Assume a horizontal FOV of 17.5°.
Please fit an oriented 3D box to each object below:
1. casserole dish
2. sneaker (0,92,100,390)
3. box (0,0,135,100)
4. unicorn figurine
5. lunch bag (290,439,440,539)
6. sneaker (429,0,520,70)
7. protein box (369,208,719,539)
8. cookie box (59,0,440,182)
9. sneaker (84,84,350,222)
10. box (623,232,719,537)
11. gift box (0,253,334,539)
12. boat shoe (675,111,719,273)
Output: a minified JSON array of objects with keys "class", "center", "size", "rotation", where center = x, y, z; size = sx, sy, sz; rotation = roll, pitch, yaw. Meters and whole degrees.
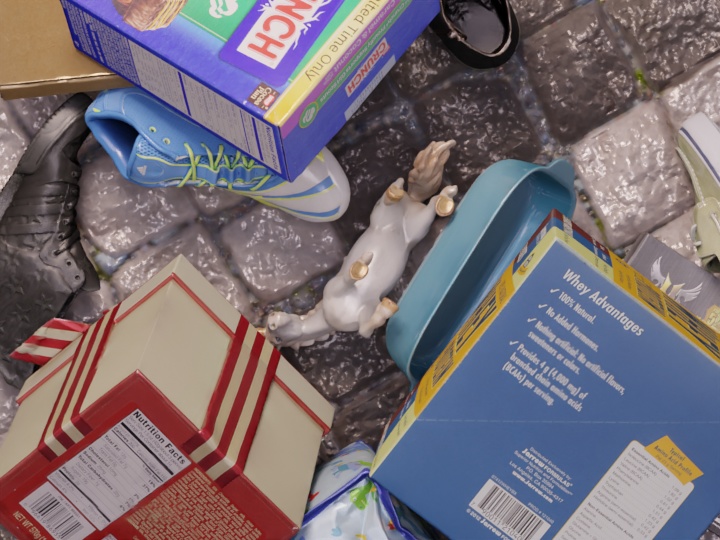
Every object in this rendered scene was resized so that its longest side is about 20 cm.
[{"class":"casserole dish","center":[0.081,0.001,1.659],"size":[0.039,0.121,0.200],"rotation":[34,93,26]},{"class":"sneaker","center":[-0.221,-0.020,1.685],"size":[0.104,0.060,0.200],"rotation":[37,96,1]},{"class":"box","center":[-0.159,-0.204,1.663],"size":[0.199,0.021,0.164],"rotation":[-6,63,1]},{"class":"unicorn figurine","center":[0.000,0.000,1.660],"size":[0.200,0.137,0.074],"rotation":[-41,93,-16]},{"class":"lunch bag","center":[-0.041,0.227,1.632],"size":[0.200,0.170,0.128],"rotation":[-36,91,-1]},{"class":"sneaker","center":[0.047,-0.231,1.653],"size":[0.075,0.106,0.200],"rotation":[-41,91,1]},{"class":"protein box","center":[0.146,0.104,1.563],"size":[0.198,0.135,0.200],"rotation":[37,100,-2]},{"class":"cookie box","center":[-0.075,-0.183,1.587],"size":[0.200,0.075,0.171],"rotation":[32,70,21]},{"class":"sneaker","center":[-0.109,-0.076,1.655],"size":[0.200,0.076,0.105],"rotation":[32,48,9]},{"class":"box","center":[0.246,0.091,1.689],"size":[0.200,0.048,0.159],"rotation":[33,92,-1]},{"class":"gift box","center":[-0.150,0.120,1.609],"size":[0.200,0.187,0.185],"rotation":[-32,109,22]},{"class":"boat shoe","center":[0.265,-0.023,1.646],"size":[0.062,0.072,0.200],"rotation":[-30,60,8]}]
